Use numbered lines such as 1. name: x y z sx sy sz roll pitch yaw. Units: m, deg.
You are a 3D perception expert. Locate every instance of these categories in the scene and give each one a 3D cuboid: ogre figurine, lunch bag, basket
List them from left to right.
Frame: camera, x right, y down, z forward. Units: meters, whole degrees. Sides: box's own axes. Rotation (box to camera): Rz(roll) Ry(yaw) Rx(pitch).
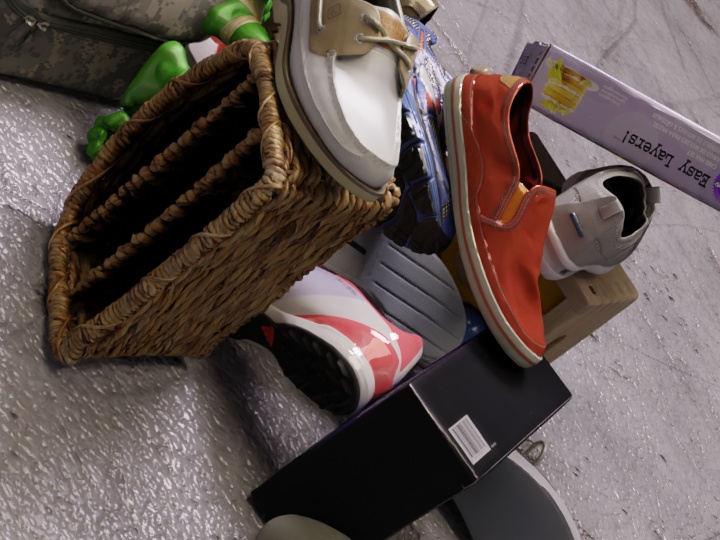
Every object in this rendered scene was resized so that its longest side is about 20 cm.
1. lunch bag: -0.178 -0.220 1.407 0.200 0.168 0.140 11 47 -54
2. basket: -0.105 -0.050 1.269 0.149 0.200 0.143 2 55 -58
3. ogre figurine: -0.078 -0.116 1.401 0.200 0.098 0.120 -34 66 -25

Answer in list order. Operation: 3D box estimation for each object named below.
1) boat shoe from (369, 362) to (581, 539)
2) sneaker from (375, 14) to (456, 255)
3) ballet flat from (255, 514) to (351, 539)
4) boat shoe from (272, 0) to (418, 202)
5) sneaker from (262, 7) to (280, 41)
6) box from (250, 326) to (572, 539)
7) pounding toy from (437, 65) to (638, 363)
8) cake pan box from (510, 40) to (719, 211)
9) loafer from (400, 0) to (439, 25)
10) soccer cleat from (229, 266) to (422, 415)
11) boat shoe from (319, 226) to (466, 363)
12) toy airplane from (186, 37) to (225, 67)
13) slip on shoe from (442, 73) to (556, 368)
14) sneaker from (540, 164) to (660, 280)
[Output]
1. boat shoe: 0.092 0.143 1.515 0.202 0.075 0.086 45 22 7
2. sneaker: 0.039 -0.102 1.425 0.078 0.075 0.201 5 59 -31
3. ballet flat: 0.015 0.225 1.258 0.067 0.064 0.200 -42 98 -21
4. boat shoe: -0.005 -0.128 1.227 0.075 0.068 0.201 32 31 -39
5. sneaker: -0.020 -0.157 1.510 0.108 0.201 0.070 24 -7 -24
6. box: 0.037 0.113 1.367 0.079 0.141 0.200 53 25 4
7. pounding toy: 0.095 -0.021 1.571 0.185 0.200 0.142 58 26 14
8. cake pan box: 0.199 -0.107 1.543 0.184 0.052 0.200 30 6 -4
9. loafer: 0.000 -0.143 1.579 0.067 0.201 0.076 33 35 15
10. soccer cleat: -0.047 0.019 1.369 0.073 0.068 0.200 -26 50 -36
11. boat shoe: 0.000 0.000 1.451 0.200 0.062 0.072 41 66 -40
12. toy airplane: -0.074 -0.205 1.590 0.200 0.140 0.200 -11 86 -79
13. slip on shoe: 0.099 -0.036 1.379 0.074 0.061 0.201 18 63 -67
14. sneaker: 0.183 -0.038 1.485 0.075 0.082 0.200 66 26 -4
